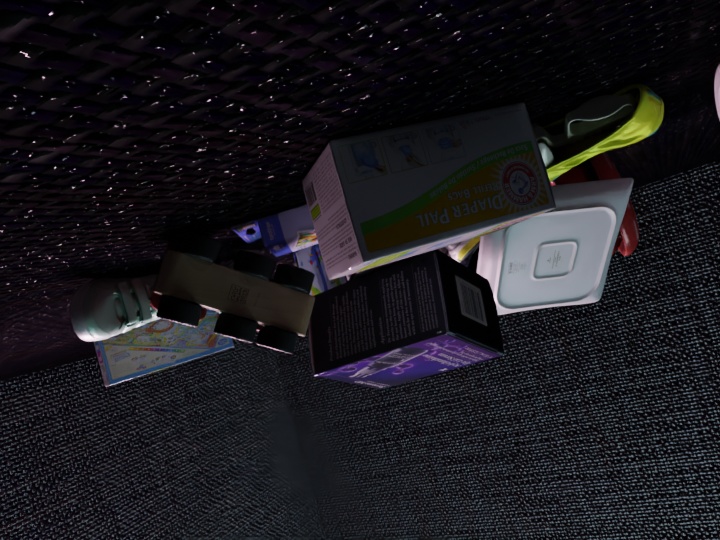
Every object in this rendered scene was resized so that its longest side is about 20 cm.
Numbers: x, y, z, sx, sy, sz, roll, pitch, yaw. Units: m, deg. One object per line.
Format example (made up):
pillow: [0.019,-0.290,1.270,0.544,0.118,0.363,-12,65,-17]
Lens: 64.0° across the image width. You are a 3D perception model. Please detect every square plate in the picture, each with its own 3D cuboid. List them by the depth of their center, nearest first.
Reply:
square plate: [0.251,-0.019,0.763,0.194,0.203,0.029,-7,-144,-7]

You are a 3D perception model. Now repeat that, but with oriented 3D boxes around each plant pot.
plant pot: [0.302,-0.077,0.865,0.180,0.203,0.200,-23,175,18]

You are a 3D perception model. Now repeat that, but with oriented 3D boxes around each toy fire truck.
toy fire truck: [-0.161,0.015,0.714,0.174,0.131,0.199,18,169,-21]

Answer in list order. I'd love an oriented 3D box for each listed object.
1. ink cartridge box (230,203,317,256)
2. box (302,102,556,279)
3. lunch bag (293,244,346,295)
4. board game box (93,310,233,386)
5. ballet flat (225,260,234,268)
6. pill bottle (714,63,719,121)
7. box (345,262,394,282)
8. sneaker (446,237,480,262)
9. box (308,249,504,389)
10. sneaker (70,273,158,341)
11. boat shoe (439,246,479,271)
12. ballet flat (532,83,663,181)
ink cartridge box: [-0.055,-0.059,0.728,0.197,0.043,0.119,-15,176,-3]
box: [0.061,-0.072,0.535,0.197,0.103,0.112,-16,177,-20]
lunch bag: [0.000,0.000,0.884,0.198,0.163,0.082,-15,176,-36]
board game box: [-0.309,0.083,0.895,0.198,0.137,0.034,-14,176,-37]
ballet flat: [-0.180,0.008,0.883,0.071,0.069,0.200,-50,-175,10]
pill bottle: [0.469,-0.192,0.560,0.197,0.114,0.112,-18,176,17]
box: [0.036,-0.036,0.715,0.115,0.061,0.200,-18,174,-9]
sneaker: [0.149,-0.087,0.934,0.074,0.085,0.200,-43,-168,15]
box: [0.053,0.070,0.722,0.198,0.106,0.147,-24,151,33]
sneaker: [-0.276,0.033,0.752,0.116,0.075,0.200,-11,-172,13]
boat shoe: [0.161,0.013,1.024,0.074,0.203,0.093,19,-167,-25]
ballet flat: [0.223,-0.145,0.630,0.198,0.068,0.067,-22,153,33]
